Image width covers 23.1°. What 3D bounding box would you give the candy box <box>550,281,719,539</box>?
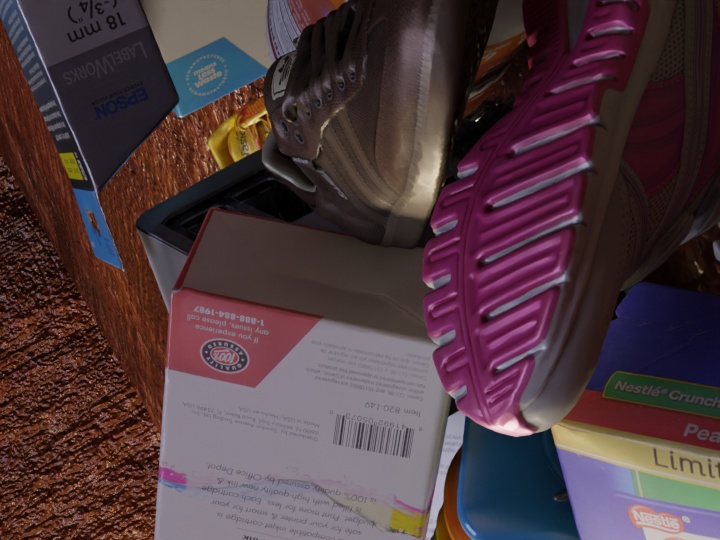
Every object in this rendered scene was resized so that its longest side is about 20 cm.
[{"bbox_3d":[0.168,0.111,0.594,0.168,0.077,0.201,10,134,32],"label":"candy box"}]

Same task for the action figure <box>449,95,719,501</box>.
[{"bbox_3d":[0.106,0.013,0.693,0.102,0.118,0.201,91,153,-71],"label":"action figure"}]

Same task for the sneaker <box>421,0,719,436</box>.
[{"bbox_3d":[0.089,-0.034,0.575,0.088,0.202,0.081,31,160,-26],"label":"sneaker"}]

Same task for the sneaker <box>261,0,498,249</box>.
[{"bbox_3d":[-0.001,-0.059,0.631,0.075,0.071,0.200,17,159,1],"label":"sneaker"}]

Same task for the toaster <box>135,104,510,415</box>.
[{"bbox_3d":[0.000,0.000,0.897,0.200,0.180,0.120,25,139,63],"label":"toaster"}]

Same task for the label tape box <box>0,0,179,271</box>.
[{"bbox_3d":[-0.145,-0.108,0.936,0.202,0.063,0.144,68,169,-9],"label":"label tape box"}]

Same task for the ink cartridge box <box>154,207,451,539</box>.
[{"bbox_3d":[-0.024,0.083,0.754,0.068,0.115,0.202,-73,-7,-56],"label":"ink cartridge box"}]

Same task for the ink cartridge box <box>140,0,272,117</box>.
[{"bbox_3d":[-0.088,-0.198,0.957,0.067,0.115,0.201,49,161,43],"label":"ink cartridge box"}]

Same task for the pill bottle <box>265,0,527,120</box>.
[{"bbox_3d":[0.019,-0.118,0.749,0.113,0.111,0.200,60,166,6],"label":"pill bottle"}]

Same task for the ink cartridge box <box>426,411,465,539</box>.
[{"bbox_3d":[0.071,0.158,0.914,0.144,0.087,0.202,-2,97,44],"label":"ink cartridge box"}]

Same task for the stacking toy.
[{"bbox_3d":[0.068,0.134,0.796,0.201,0.115,0.110,119,168,-46],"label":"stacking toy"}]

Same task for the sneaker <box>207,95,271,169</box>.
[{"bbox_3d":[-0.033,-0.082,1.051,0.074,0.077,0.200,63,156,-1],"label":"sneaker"}]
